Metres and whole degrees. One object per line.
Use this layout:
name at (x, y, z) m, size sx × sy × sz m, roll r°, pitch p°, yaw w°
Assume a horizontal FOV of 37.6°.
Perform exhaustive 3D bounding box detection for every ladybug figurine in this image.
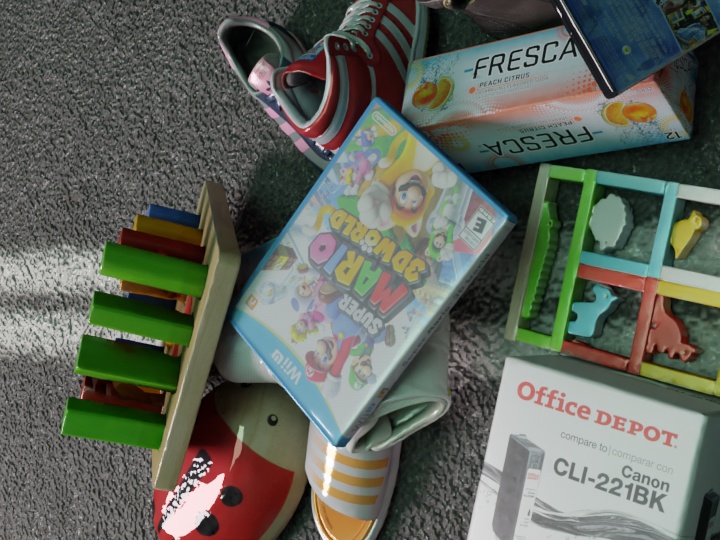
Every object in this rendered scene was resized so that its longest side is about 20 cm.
ladybug figurine at (-0.118, 0.175, 0.903) m, size 0.136 × 0.072 × 0.201 m, roll 42°, pitch 110°, yaw 32°

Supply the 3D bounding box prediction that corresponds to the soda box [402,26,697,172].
soda box at (0.127, -0.121, 0.736) m, size 0.198 × 0.068 × 0.064 m, roll -5°, pitch 60°, yaw 37°

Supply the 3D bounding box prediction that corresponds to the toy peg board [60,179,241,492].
toy peg board at (-0.178, 0.037, 0.872) m, size 0.199 × 0.096 × 0.202 m, roll -119°, pitch 45°, yaw -66°

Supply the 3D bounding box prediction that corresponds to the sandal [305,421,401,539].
sandal at (-0.007, 0.120, 0.833) m, size 0.079 × 0.059 × 0.210 m, roll 20°, pitch 96°, yaw 37°

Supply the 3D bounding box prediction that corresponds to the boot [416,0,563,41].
boot at (0.117, -0.204, 0.703) m, size 0.198 × 0.173 × 0.070 m, roll -16°, pitch 75°, yaw 35°

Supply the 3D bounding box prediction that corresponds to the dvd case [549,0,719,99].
dvd case at (0.196, -0.214, 0.642) m, size 0.198 × 0.018 × 0.144 m, roll -31°, pitch 90°, yaw -8°

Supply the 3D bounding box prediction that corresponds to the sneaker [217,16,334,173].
sneaker at (-0.053, -0.139, 0.881) m, size 0.200 × 0.082 × 0.070 m, roll 48°, pitch 109°, yaw 28°

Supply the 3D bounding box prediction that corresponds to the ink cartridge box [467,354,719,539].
ink cartridge box at (0.153, 0.168, 0.693) m, size 0.143 × 0.083 × 0.203 m, roll 14°, pitch 93°, yaw 38°

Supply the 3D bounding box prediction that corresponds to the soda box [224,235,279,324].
soda box at (-0.031, 0.003, 0.855) m, size 0.198 × 0.063 × 0.069 m, roll -25°, pitch 57°, yaw 32°

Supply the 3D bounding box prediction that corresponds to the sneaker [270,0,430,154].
sneaker at (-0.008, -0.176, 0.815) m, size 0.071 × 0.112 × 0.203 m, roll -24°, pitch 56°, yaw 43°

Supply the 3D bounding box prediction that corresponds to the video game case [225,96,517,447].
video game case at (0.000, 0.000, 0.741) m, size 0.143 × 0.018 × 0.201 m, roll 45°, pitch 107°, yaw 30°

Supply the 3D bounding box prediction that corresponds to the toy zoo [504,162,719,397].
toy zoo at (0.198, 0.005, 0.716) m, size 0.198 × 0.020 × 0.133 m, roll 15°, pitch 94°, yaw 37°

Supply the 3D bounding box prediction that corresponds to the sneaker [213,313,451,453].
sneaker at (-0.026, 0.081, 0.788) m, size 0.197 × 0.074 × 0.117 m, roll -15°, pitch 55°, yaw 20°
